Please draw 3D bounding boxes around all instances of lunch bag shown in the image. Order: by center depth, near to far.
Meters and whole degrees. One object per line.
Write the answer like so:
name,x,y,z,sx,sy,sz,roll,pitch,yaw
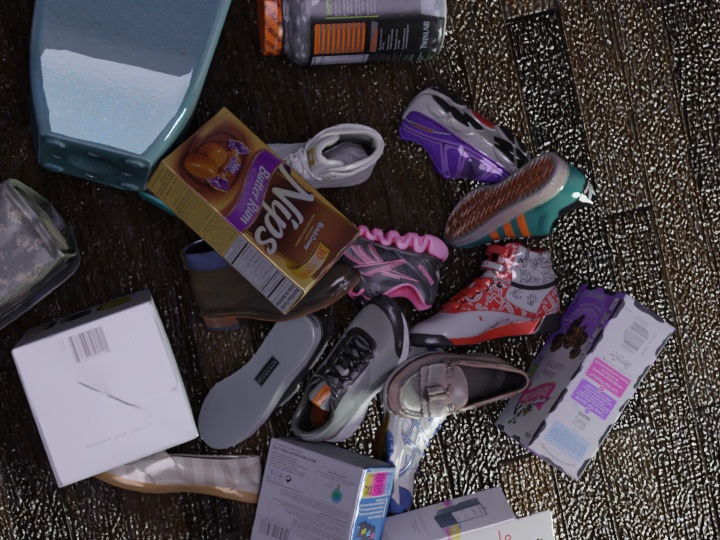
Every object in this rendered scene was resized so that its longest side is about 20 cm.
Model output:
lunch bag,-0.386,-0.006,1.554,0.164,0.200,0.118,-36,93,-1

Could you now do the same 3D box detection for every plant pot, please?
plant pot,-0.256,-0.199,1.536,0.195,0.196,0.201,14,74,-9

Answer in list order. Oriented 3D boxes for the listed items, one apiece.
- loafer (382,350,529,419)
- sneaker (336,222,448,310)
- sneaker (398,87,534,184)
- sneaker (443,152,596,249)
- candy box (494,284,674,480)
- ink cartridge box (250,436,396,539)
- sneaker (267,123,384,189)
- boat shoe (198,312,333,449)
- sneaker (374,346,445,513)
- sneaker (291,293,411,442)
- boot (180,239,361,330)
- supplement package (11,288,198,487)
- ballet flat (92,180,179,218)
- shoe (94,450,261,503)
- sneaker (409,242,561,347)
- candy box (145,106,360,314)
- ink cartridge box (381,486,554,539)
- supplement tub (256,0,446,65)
loafer,0.110,0.126,1.652,0.199,0.063,0.072,-6,99,-47
sneaker,0.000,0.000,1.664,0.199,0.079,0.096,8,77,-8
sneaker,0.129,-0.130,1.698,0.200,0.081,0.083,35,120,-15
sneaker,0.177,-0.061,1.655,0.080,0.200,0.072,30,55,-27
candy box,0.248,0.122,1.672,0.071,0.168,0.201,33,88,-9
ink cartridge box,-0.050,0.298,1.650,0.136,0.076,0.201,14,92,34
sneaker,-0.073,-0.119,1.626,0.199,0.116,0.074,-14,83,-13
boat shoe,-0.102,0.126,1.666,0.200,0.064,0.071,-47,70,19
sneaker,0.064,0.180,1.695,0.088,0.075,0.201,0,97,-14
sneaker,-0.011,0.115,1.637,0.074,0.079,0.201,41,116,26
boot,-0.103,0.001,1.615,0.199,0.075,0.097,-14,117,22
supplement package,-0.270,0.118,1.576,0.151,0.200,0.152,-19,95,-7
ballet flat,-0.241,-0.109,1.636,0.199,0.073,0.073,22,90,-7
shoe,-0.205,0.221,1.661,0.199,0.070,0.054,11,92,-17
sneaker,0.136,0.026,1.687,0.200,0.067,0.109,-7,93,-26
candy box,-0.110,-0.064,1.548,0.200,0.056,0.117,43,49,-1
ink cartridge box,0.121,0.325,1.698,0.199,0.067,0.118,-14,119,-8
supplement tub,-0.012,-0.290,1.631,0.199,0.123,0.123,-3,94,-8
